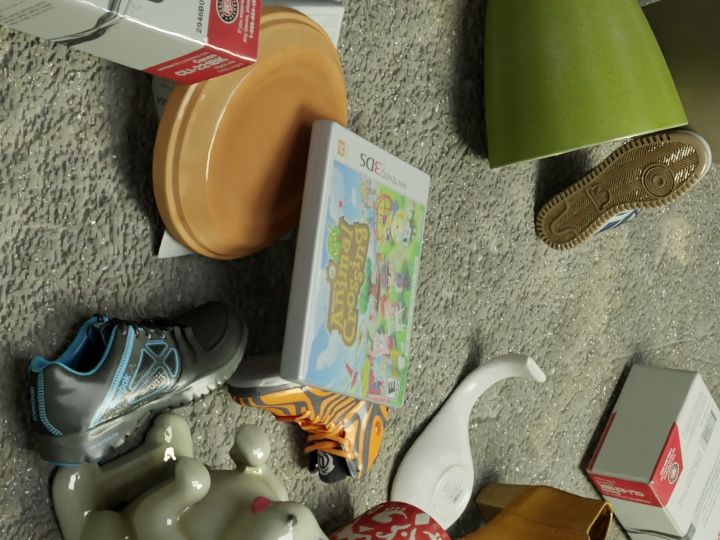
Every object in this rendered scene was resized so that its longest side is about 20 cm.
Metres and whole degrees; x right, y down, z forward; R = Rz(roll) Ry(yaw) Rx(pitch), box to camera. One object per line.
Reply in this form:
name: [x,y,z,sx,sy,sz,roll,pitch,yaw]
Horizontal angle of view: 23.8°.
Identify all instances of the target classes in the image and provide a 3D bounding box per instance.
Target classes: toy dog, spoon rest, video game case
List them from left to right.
toy dog: [-0.106,0.207,1.232,0.139,0.199,0.195,-10,104,-50]
video game case: [0.000,0.000,1.359,0.182,0.022,0.201,22,73,-61]
spoon rest: [0.093,0.162,1.601,0.200,0.061,0.099,-53,133,-14]

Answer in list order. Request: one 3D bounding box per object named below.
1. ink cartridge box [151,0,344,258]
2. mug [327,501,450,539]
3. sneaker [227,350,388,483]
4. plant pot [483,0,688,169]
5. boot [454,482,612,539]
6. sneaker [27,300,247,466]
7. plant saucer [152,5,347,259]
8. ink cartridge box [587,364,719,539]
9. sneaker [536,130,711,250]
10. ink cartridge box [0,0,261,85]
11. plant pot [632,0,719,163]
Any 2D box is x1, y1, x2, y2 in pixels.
ink cartridge box: [-0.097,-0.117,1.331,0.160,0.047,0.201,-11,121,-51]
mug: [0.004,0.296,1.419,0.200,0.177,0.134,-31,149,-50]
sneaker: [-0.033,0.123,1.408,0.200,0.077,0.113,-3,97,-51]
plant pot: [0.188,-0.211,1.573,0.187,0.187,0.201,-15,93,-49]
boot: [0.145,0.285,1.604,0.202,0.144,0.071,-58,135,-27]
sneaker: [-0.158,0.063,1.246,0.200,0.073,0.082,-36,121,-44]
plant saucer: [-0.074,-0.099,1.298,0.200,0.037,0.201,-33,135,-40]
ink cartridge box: [0.343,0.221,1.878,0.200,0.084,0.145,54,55,-40]
sneaker: [0.272,-0.090,1.680,0.108,0.200,0.070,-26,87,-52]
ink cartridge box: [-0.164,-0.223,1.139,0.199,0.084,0.145,13,75,-40]
plant pot: [0.313,-0.195,1.687,0.187,0.199,0.188,-10,102,-53]
